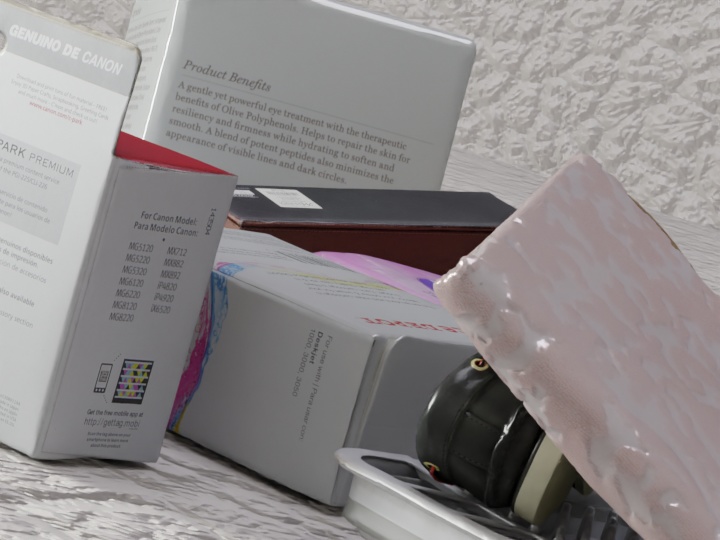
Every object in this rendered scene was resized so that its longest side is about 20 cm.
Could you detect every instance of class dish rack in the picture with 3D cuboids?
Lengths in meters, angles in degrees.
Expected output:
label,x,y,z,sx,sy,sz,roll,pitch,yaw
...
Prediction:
label,x,y,z,sx,sy,sz,roll,pitch,yaw
dish rack,0.098,0.125,1.222,0.199,0.044,0.171,11,8,-40

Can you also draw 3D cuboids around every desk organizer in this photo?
label,x,y,z,sx,sy,sz,roll,pitch,yaw
desk organizer,0.000,0.000,1.690,0.199,0.077,0.072,1,17,-30

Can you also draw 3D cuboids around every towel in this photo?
label,x,y,z,sx,sy,sz,roll,pitch,yaw
towel,0.122,0.053,1.177,0.200,0.032,0.191,48,23,0

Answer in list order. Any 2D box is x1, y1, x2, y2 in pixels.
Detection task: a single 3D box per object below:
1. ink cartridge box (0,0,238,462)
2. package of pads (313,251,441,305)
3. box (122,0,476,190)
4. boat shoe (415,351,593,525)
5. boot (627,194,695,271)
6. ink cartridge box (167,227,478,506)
label,x,y,z,sx,sy,sz,roll,pitch,yaw
ink cartridge box,-0.159,-0.032,1.301,0.200,0.176,0.084,22,9,36
package of pads,0.060,0.054,1.560,0.120,0.076,0.200,12,9,-37
box,-0.058,-0.091,1.954,0.198,0.172,0.200,15,-1,-14
boat shoe,0.079,0.056,1.245,0.063,0.074,0.201,27,13,16
boot,0.170,0.044,1.593,0.200,0.075,0.074,51,-19,-5
ink cartridge box,-0.028,0.043,1.403,0.200,0.085,0.144,21,8,39
